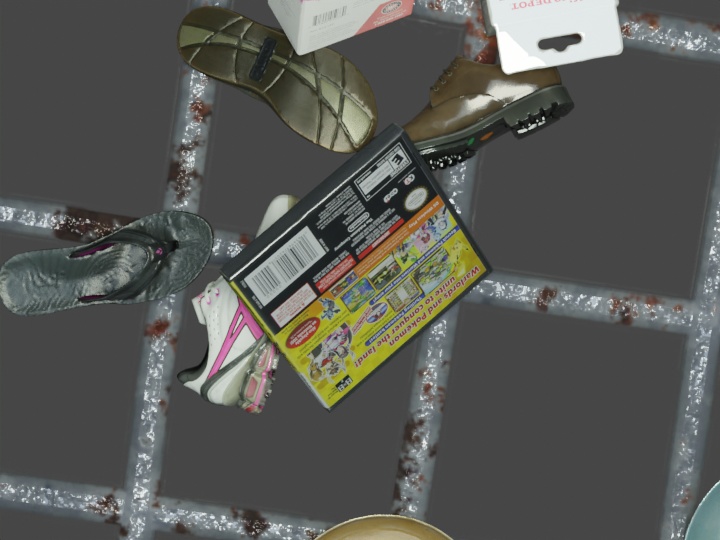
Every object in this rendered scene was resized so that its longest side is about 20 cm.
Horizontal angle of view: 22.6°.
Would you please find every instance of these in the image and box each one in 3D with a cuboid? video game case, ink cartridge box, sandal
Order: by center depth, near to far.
[{"bbox_3d":[-0.009,-0.277,1.504,0.116,0.200,0.068,-22,68,-17],"label":"ink cartridge box"},{"bbox_3d":[0.000,0.000,1.574,0.200,0.025,0.181,-41,125,-8],"label":"video game case"},{"bbox_3d":[0.158,-0.276,1.583,0.117,0.067,0.201,-10,90,-1],"label":"ink cartridge box"},{"bbox_3d":[-0.071,-0.170,1.602,0.199,0.055,0.082,25,88,10],"label":"sandal"},{"bbox_3d":[-0.226,0.001,1.608,0.200,0.048,0.076,-16,95,0],"label":"sandal"}]

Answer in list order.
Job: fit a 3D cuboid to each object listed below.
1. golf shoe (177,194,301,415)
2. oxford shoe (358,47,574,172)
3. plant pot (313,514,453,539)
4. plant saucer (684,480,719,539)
[{"bbox_3d":[-0.103,0.025,1.604,0.092,0.073,0.201,16,95,-2],"label":"golf shoe"},{"bbox_3d":[0.083,-0.142,1.606,0.199,0.073,0.085,-22,78,-2],"label":"oxford shoe"},{"bbox_3d":[0.020,0.321,1.659,0.199,0.027,0.201,0,94,-3],"label":"plant pot"},{"bbox_3d":[0.392,0.264,1.663,0.200,0.039,0.202,0,96,-2],"label":"plant saucer"}]
